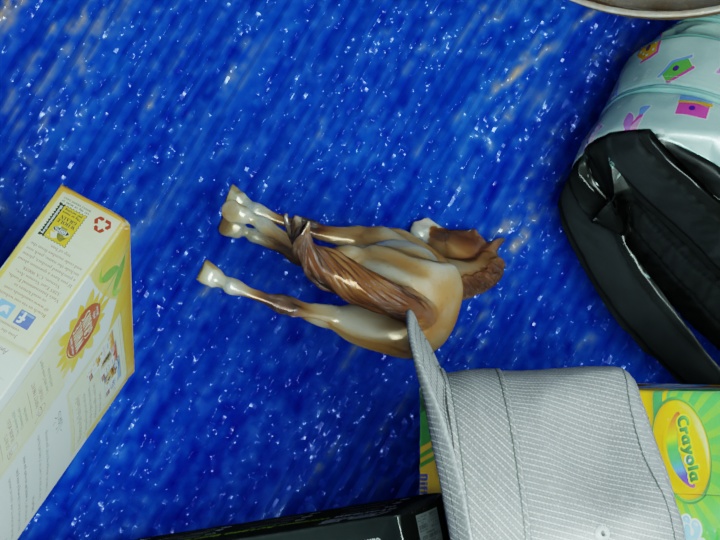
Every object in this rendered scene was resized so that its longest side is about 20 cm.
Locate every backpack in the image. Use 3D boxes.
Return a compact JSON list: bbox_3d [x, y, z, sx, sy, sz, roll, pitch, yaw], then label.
[{"bbox_3d":[0.191,-0.022,1.156,0.200,0.167,0.127,39,56,-7],"label":"backpack"}]

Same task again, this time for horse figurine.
[{"bbox_3d":[0.000,0.000,1.093,0.132,0.200,0.050,19,97,-2],"label":"horse figurine"}]

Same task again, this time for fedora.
[{"bbox_3d":[0.079,0.106,0.984,0.090,0.177,0.201,-10,78,2],"label":"fedora"}]

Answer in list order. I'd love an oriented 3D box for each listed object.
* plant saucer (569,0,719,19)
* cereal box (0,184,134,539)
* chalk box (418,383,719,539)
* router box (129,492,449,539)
[{"bbox_3d":[0.146,-0.192,1.163,0.199,0.035,0.201,-5,60,8],"label":"plant saucer"},{"bbox_3d":[-0.161,0.079,1.041,0.039,0.144,0.200,29,63,10],"label":"cereal box"},{"bbox_3d":[0.138,0.110,1.093,0.199,0.125,0.125,-1,87,31],"label":"chalk box"},{"bbox_3d":[-0.049,0.186,1.080,0.199,0.062,0.151,-11,91,21],"label":"router box"}]
